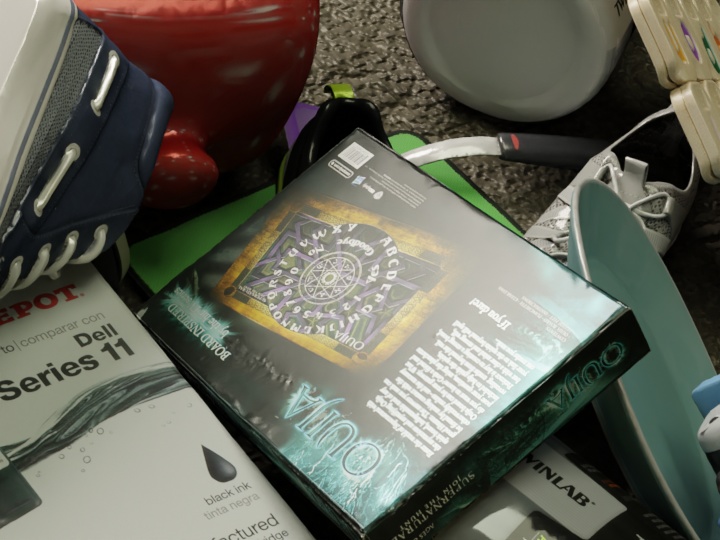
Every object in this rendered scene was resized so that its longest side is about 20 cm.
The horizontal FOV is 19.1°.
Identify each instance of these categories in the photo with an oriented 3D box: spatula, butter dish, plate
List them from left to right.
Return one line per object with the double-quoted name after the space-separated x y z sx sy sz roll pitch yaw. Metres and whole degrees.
-0.099 -0.098 1.004 0.199 0.200 0.148 -3 61 -20 "butter dish"
0.055 -0.061 1.107 0.199 0.021 0.057 0 52 -18 "spatula"
0.128 0.055 0.930 0.026 0.200 0.201 -24 42 18 "plate"

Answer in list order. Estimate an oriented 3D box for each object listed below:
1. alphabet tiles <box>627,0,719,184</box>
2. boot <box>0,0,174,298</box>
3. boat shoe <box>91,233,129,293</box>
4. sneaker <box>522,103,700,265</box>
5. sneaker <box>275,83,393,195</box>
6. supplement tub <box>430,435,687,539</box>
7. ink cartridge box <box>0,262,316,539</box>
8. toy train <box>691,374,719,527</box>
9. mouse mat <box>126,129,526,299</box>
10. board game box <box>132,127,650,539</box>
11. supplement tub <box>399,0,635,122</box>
0.179 -0.095 1.087 0.196 0.015 0.200 65 19 3 "alphabet tiles"
-0.139 -0.016 0.864 0.090 0.073 0.200 38 63 -36 "boot"
-0.162 -0.056 0.935 0.073 0.202 0.063 -7 32 24 "boat shoe"
0.113 -0.019 1.036 0.075 0.082 0.200 26 41 8 "sneaker"
0.000 0.000 0.978 0.071 0.083 0.200 -5 55 -20 "sneaker"
0.101 0.161 0.830 0.200 0.123 0.122 37 48 23 "supplement tub"
-0.125 0.102 0.857 0.146 0.083 0.200 -21 53 -32 "ink cartridge box"
0.209 0.117 0.885 0.114 0.087 0.200 -30 90 -50 "toy train"
0.002 0.007 1.044 0.200 0.008 0.161 -25 57 -33 "mouse mat"
0.005 0.025 0.867 0.135 0.028 0.200 -39 39 -11 "board game box"
0.109 -0.182 1.180 0.122 0.123 0.200 23 45 9 "supplement tub"
